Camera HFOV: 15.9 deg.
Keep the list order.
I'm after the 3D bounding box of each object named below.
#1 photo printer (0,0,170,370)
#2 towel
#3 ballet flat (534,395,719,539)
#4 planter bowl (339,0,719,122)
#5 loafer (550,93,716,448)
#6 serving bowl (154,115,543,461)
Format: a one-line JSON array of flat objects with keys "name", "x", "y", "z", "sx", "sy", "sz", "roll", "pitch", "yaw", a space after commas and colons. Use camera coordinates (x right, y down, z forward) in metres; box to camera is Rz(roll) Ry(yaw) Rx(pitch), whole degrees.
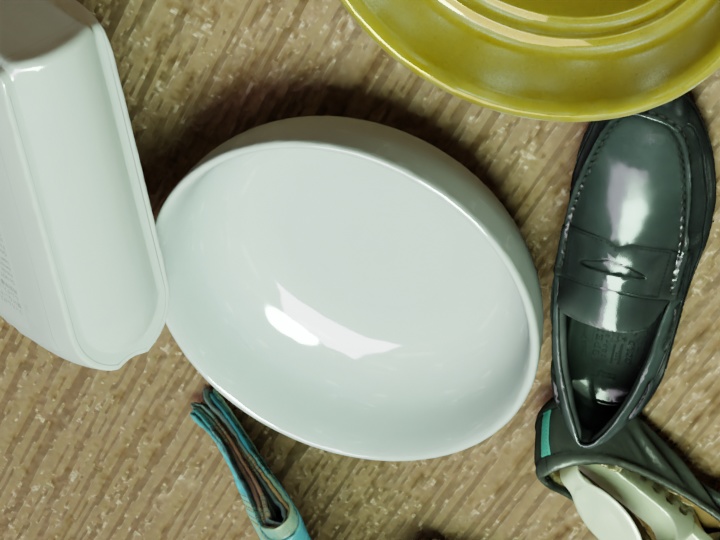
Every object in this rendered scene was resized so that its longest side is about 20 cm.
[{"name": "photo printer", "x": -0.166, "y": -0.054, "z": 1.245, "sx": 0.166, "sy": 0.069, "sz": 0.200, "roll": 35, "pitch": 146, "yaw": 43}, {"name": "towel", "x": -0.030, "y": 0.173, "z": 1.394, "sx": 0.022, "sy": 0.147, "sz": 0.200, "roll": -28, "pitch": 123, "yaw": -7}, {"name": "ballet flat", "x": 0.163, "y": 0.139, "z": 1.315, "sx": 0.200, "sy": 0.068, "sz": 0.068, "roll": 36, "pitch": 133, "yaw": -10}, {"name": "planter bowl", "x": 0.081, "y": -0.166, "z": 1.073, "sx": 0.200, "sy": 0.084, "sz": 0.201, "roll": 12, "pitch": 132, "yaw": 14}, {"name": "loafer", "x": 0.125, "y": 0.001, "z": 1.208, "sx": 0.068, "sy": 0.070, "sz": 0.201, "roll": 14, "pitch": 133, "yaw": 11}, {"name": "serving bowl", "x": 0.000, "y": 0.000, "z": 1.266, "sx": 0.200, "sy": 0.066, "sz": 0.200, "roll": 12, "pitch": 132, "yaw": 14}]
